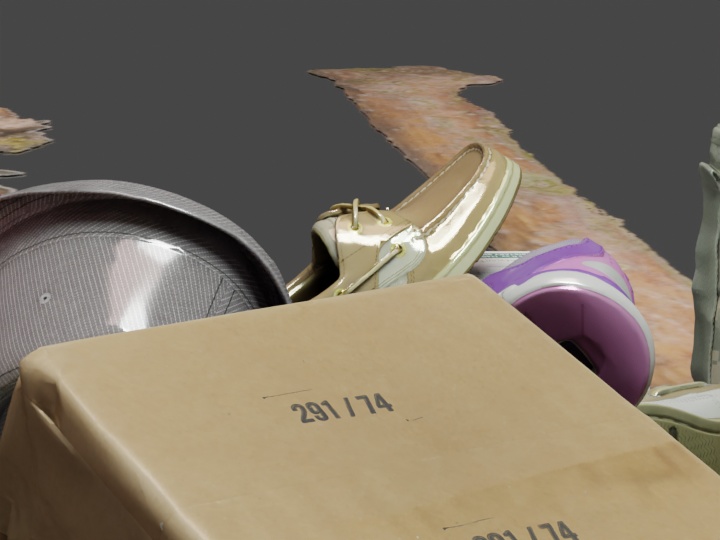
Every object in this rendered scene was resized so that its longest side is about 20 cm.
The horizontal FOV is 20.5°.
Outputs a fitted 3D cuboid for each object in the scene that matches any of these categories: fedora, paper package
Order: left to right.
[{"bbox_3d":[-0.125,0.047,0.934,0.199,0.177,0.091,-17,38,30],"label":"fedora"},{"bbox_3d":[0.006,0.099,0.664,0.199,0.104,0.190,-9,36,-38],"label":"paper package"}]

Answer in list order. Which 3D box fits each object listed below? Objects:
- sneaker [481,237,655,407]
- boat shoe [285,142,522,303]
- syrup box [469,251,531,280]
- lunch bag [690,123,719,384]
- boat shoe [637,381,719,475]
[{"bbox_3d":[0.043,0.054,0.829,0.200,0.080,0.089,-38,15,29],"label":"sneaker"},{"bbox_3d":[0.000,0.000,1.022,0.200,0.066,0.074,-46,16,-12],"label":"boat shoe"},{"bbox_3d":[0.080,0.049,1.027,0.078,0.082,0.200,-3,12,-11],"label":"syrup box"},{"bbox_3d":[0.265,-0.001,1.072,0.198,0.166,0.118,-2,15,-17],"label":"lunch bag"},{"bbox_3d":[0.142,0.090,0.902,0.198,0.075,0.068,-3,2,-26],"label":"boat shoe"}]
